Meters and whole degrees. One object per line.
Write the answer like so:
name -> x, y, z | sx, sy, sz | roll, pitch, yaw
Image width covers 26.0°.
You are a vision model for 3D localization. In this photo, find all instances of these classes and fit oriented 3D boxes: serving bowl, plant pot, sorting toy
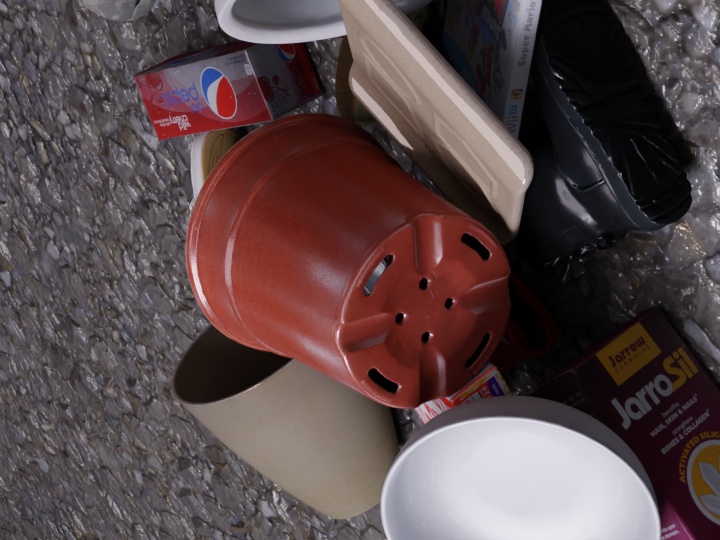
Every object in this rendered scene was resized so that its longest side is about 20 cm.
serving bowl -> 0.117, 0.164, 1.135 | 0.200, 0.066, 0.200 | 6, 125, 8
plant pot -> -0.049, 0.137, 1.496 | 0.187, 0.187, 0.200 | 2, 131, 52
sorting toy -> 0.056, -0.111, 1.106 | 0.185, 0.036, 0.200 | 49, 173, 9
plant pot -> 0.000, 0.000, 1.180 | 0.195, 0.201, 0.201 | 30, 139, 53

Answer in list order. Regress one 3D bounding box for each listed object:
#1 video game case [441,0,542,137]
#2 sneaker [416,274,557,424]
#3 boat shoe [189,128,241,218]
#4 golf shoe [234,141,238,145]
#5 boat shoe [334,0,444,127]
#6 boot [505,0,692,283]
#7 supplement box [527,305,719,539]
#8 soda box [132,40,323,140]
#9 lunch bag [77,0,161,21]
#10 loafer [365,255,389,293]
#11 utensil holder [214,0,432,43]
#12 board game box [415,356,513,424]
video game case -> 0.094, -0.205, 1.095 | 0.143, 0.018, 0.200 | -111, 19, -44
sneaker -> 0.106, 0.083, 1.322 | 0.115, 0.078, 0.200 | 23, 135, 43
boat shoe -> -0.139, -0.055, 1.530 | 0.069, 0.071, 0.200 | 23, 135, 40
golf shoe -> -0.100, -0.067, 1.399 | 0.200, 0.073, 0.092 | -111, -4, -80
boat shoe -> 0.027, -0.196, 1.222 | 0.200, 0.063, 0.073 | 107, 153, -48
boot -> 0.145, -0.094, 1.140 | 0.198, 0.073, 0.162 | 62, 152, -3
supplement box -> 0.229, 0.143, 1.181 | 0.200, 0.110, 0.086 | 55, 146, 5
soda box -> -0.124, -0.169, 1.426 | 0.200, 0.063, 0.070 | -1, 115, 53
lunch bag -> -0.208, -0.322, 1.341 | 0.168, 0.139, 0.200 | 58, 147, 1
loafer -> -0.006, -0.026, 1.382 | 0.068, 0.070, 0.201 | -24, 97, 57
utensil holder -> -0.036, -0.281, 1.084 | 0.170, 0.170, 0.200 | -30, 70, 57
board game box -> 0.102, 0.139, 1.253 | 0.200, 0.046, 0.151 | 58, 169, -25
